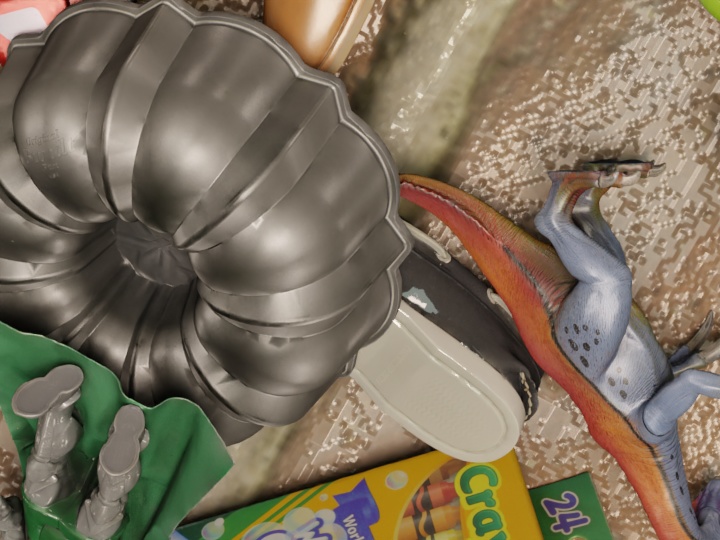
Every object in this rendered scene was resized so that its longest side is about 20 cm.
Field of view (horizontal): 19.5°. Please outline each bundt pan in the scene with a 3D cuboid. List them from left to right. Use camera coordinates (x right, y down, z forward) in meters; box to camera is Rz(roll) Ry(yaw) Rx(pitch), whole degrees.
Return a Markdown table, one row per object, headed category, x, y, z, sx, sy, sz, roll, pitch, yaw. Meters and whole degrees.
| category | x | y | z | sx | sy | sz | roll | pitch | yaw |
| --- | --- | --- | --- | --- | --- | --- | --- | --- | --- |
| bundt pan | -0.084 | -0.007 | 0.857 | 0.202 | 0.076 | 0.202 | 10 | 126 | 14 |

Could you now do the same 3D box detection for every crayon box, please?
| category | x | y | z | sx | sy | sz | roll | pitch | yaw |
| --- | --- | --- | --- | --- | --- | --- | --- | --- | --- |
| crayon box | 0.018 | 0.148 | 0.913 | 0.200 | 0.126 | 0.052 | -16 | 135 | 0 |

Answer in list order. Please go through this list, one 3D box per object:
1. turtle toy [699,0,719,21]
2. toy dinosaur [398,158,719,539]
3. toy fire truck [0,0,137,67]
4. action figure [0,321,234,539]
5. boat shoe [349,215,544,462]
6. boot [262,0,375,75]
| category | x | y | z | sx | sy | sz | roll | pitch | yaw |
| --- | --- | --- | --- | --- | --- | --- | --- | --- | --- |
| turtle toy | 0.220 | -0.084 | 0.887 | 0.146 | 0.101 | 0.200 | -43 | 100 | 9 |
| toy dinosaur | 0.111 | 0.043 | 0.915 | 0.200 | 0.105 | 0.182 | 0 | 97 | 9 |
| toy fire truck | -0.182 | -0.169 | 0.876 | 0.141 | 0.049 | 0.200 | -14 | 103 | 1 |
| action figure | -0.122 | 0.105 | 0.886 | 0.118 | 0.200 | 0.055 | 33 | 57 | 11 |
| boat shoe | 0.000 | 0.000 | 0.917 | 0.200 | 0.060 | 0.074 | 38 | 134 | -5 |
| boot | -0.063 | -0.177 | 0.850 | 0.155 | 0.074 | 0.200 | 9 | 87 | -25 |
